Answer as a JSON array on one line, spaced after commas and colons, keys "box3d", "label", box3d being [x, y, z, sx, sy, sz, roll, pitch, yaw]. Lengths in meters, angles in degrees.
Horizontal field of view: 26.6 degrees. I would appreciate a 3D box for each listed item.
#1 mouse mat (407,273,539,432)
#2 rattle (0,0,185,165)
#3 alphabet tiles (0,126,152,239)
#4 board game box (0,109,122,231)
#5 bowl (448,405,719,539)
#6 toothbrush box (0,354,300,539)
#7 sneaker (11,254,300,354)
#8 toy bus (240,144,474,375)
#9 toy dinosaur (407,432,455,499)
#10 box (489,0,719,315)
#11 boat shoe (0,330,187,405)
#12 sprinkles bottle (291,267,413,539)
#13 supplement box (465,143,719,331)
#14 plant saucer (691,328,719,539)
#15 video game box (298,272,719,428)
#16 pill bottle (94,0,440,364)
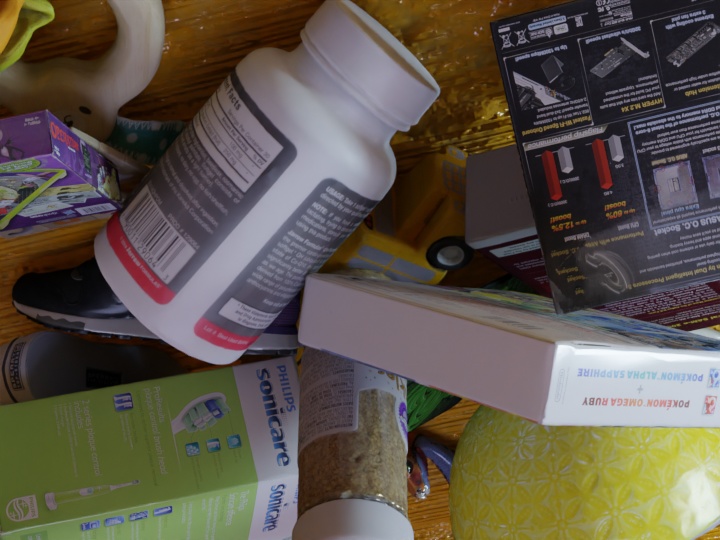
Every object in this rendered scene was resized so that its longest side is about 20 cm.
[{"box3d": [0.059, 0.063, 1.031, 0.160, 0.008, 0.201, -24, 157, -43], "label": "mouse mat"}, {"box3d": [-0.156, -0.082, 0.823, 0.129, 0.143, 0.201, -17, 134, -8], "label": "rattle"}, {"box3d": [-0.209, -0.046, 0.873, 0.165, 0.006, 0.200, -12, 168, 14], "label": "alphabet tiles"}, {"box3d": [-0.238, -0.039, 0.805, 0.198, 0.033, 0.120, -10, 172, 6], "label": "board game box"}, {"box3d": [0.139, 0.101, 0.977, 0.198, 0.200, 0.109, -15, 105, 11], "label": "bowl"}, {"box3d": [-0.135, 0.138, 0.982, 0.198, 0.087, 0.146, -8, 153, -12], "label": "toothbrush box"}, {"box3d": [-0.128, 0.000, 0.979, 0.198, 0.089, 0.076, 5, -178, 17], "label": "sneaker"}, {"box3d": [0.000, 0.000, 0.983, 0.078, 0.066, 0.200, 20, 133, -22], "label": "toy bus"}, {"box3d": [0.096, 0.187, 1.193, 0.180, 0.106, 0.200, 25, 146, -3], "label": "toy dinosaur"}, {"box3d": [0.180, -0.077, 0.792, 0.198, 0.050, 0.160, -13, 97, 9], "label": "box"}, {"box3d": [-0.194, 0.090, 1.042, 0.085, 0.076, 0.201, -9, 165, 28], "label": "boat shoe"}, {"box3d": [-0.004, 0.092, 0.884, 0.067, 0.201, 0.069, 0, 137, 0], "label": "sprinkles bottle"}, {"box3d": [0.160, -0.018, 0.939, 0.108, 0.062, 0.199, -14, 151, 32], "label": "supplement box"}, {"box3d": [0.206, 0.117, 1.123, 0.198, 0.050, 0.202, -3, 118, -6], "label": "plant saucer"}, {"box3d": [0.094, 0.043, 0.827, 0.181, 0.199, 0.047, 3, 98, -38], "label": "video game box"}, {"box3d": [-0.050, -0.053, 0.858, 0.110, 0.111, 0.200, 33, 107, -35], "label": "pill bottle"}]
